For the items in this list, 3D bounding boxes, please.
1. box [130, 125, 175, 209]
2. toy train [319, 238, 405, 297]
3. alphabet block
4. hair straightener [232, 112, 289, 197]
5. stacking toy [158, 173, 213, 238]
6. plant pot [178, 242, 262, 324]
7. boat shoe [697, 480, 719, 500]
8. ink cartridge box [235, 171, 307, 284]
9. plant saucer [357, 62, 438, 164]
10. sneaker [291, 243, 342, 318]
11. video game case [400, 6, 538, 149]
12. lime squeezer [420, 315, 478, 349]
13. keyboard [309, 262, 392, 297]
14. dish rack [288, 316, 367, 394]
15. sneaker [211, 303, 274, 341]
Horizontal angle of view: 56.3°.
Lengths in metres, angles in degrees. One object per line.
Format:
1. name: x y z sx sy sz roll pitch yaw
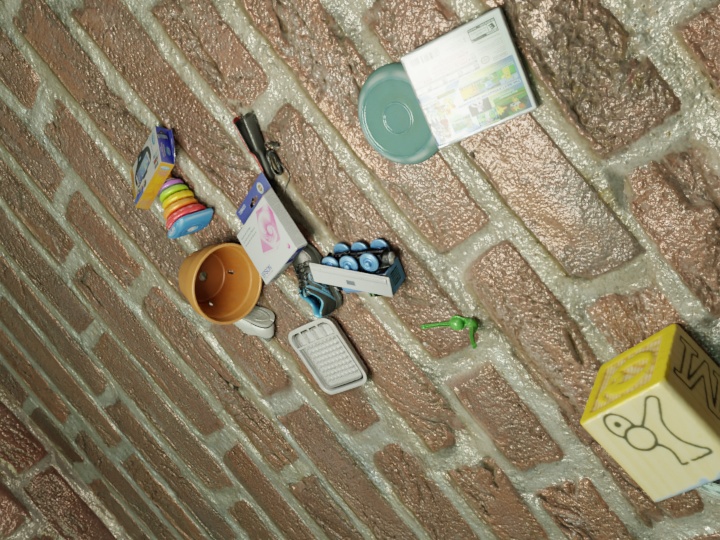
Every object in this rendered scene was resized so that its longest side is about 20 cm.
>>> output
1. box: -0.514 -0.260 1.668 0.200 0.041 0.120 -47 50 39
2. toy train: 0.000 0.000 1.504 0.198 0.087 0.115 -5 120 35
3. alphabet block: 0.553 0.256 1.219 0.200 0.196 0.195 46 130 1
4. hair straightener: -0.215 -0.260 1.516 0.076 0.041 0.202 -9 111 37
5. stacking toy: -0.469 -0.192 1.700 0.116 0.109 0.202 -35 81 51
6. plant pot: -0.369 0.024 1.700 0.139 0.199 0.203 11 124 46
7. boat shoe: 0.732 0.397 1.270 0.199 0.074 0.066 4 113 27
8. ink cartridge box: -0.226 -0.094 1.577 0.201 0.043 0.196 56 142 7
9. plant saucer: 0.076 -0.299 1.313 0.198 0.027 0.203 16 125 24
10. sneaker: -0.119 0.018 1.592 0.073 0.082 0.201 -28 98 43
11. video game case: 0.192 -0.337 1.200 0.198 0.022 0.184 -18 106 30
12. lime squeezer: 0.211 0.128 1.457 0.038 0.071 0.199 50 164 -25
13. keyboard: -0.022 0.020 1.474 0.197 0.011 0.057 11 142 26
14. dish rack: -0.077 0.211 1.706 0.171 0.044 0.201 -25 101 39
15. sneaker: -0.318 0.126 1.798 0.198 0.076 0.081 26 138 20
